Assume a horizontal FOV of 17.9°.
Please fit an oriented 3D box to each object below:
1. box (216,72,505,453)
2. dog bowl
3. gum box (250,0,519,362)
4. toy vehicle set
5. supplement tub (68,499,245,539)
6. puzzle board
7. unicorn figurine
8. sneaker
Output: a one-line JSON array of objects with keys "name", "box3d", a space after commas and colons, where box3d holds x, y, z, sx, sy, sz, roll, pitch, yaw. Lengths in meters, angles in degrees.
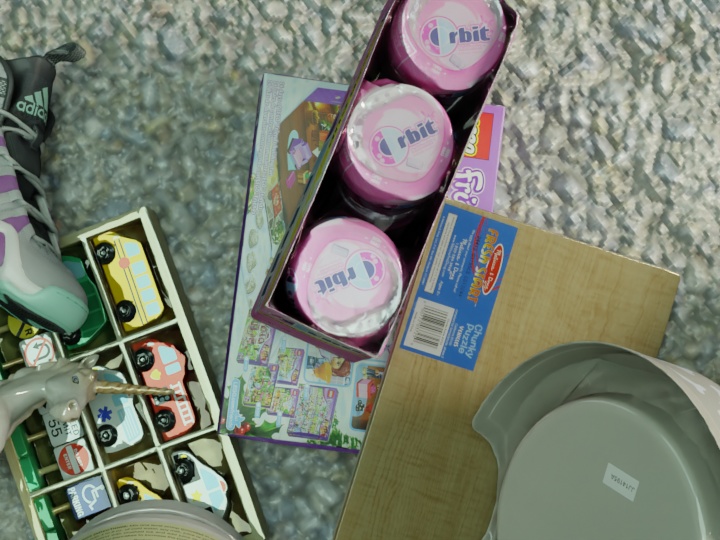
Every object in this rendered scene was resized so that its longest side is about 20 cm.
[{"name": "box", "box3d": [0.000, 0.000, 1.262, 0.136, 0.039, 0.201, 8, 86, -5]}, {"name": "dog bowl", "box3d": [0.134, 0.135, 1.160, 0.200, 0.059, 0.201, 1, 91, 47]}, {"name": "gum box", "box3d": [0.014, -0.057, 1.189, 0.066, 0.113, 0.201, 23, 84, -4]}, {"name": "toy vehicle set", "box3d": [-0.142, 0.078, 1.292, 0.124, 0.027, 0.201, -21, 83, 5]}, {"name": "supplement tub", "box3d": [-0.110, 0.212, 1.174, 0.144, 0.200, 0.146, 0, 107, -1]}, {"name": "puzzle board", "box3d": [0.079, 0.076, 1.240, 0.150, 0.017, 0.201, 17, 89, -19]}, {"name": "unicorn figurine", "box3d": [-0.219, 0.106, 1.234, 0.200, 0.137, 0.074, -36, 90, 25]}, {"name": "sneaker", "box3d": [-0.192, -0.065, 1.271, 0.200, 0.078, 0.140, 38, 82, 24]}]
